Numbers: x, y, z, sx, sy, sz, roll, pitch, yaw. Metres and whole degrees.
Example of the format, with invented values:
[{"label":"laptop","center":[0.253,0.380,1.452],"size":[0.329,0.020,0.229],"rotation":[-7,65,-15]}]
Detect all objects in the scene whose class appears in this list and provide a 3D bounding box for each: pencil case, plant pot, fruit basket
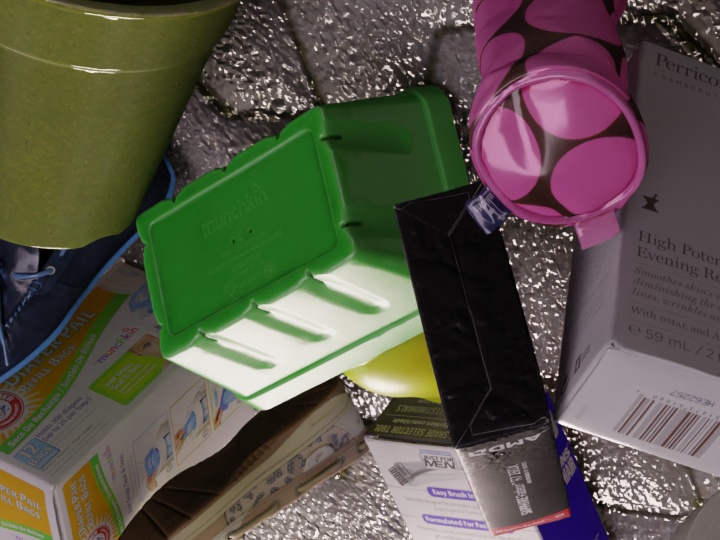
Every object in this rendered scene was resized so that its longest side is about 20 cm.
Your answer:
[{"label":"pencil case","center":[0.094,-0.100,0.966],"size":[0.091,0.200,0.094],"rotation":[-27,118,23]},{"label":"plant pot","center":[-0.166,-0.120,1.133],"size":[0.200,0.200,0.190],"rotation":[31,127,16]},{"label":"fruit basket","center":[0.000,0.000,1.190],"size":[0.216,0.215,0.156],"rotation":[-37,60,50]}]

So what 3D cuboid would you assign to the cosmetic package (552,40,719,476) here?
[{"label":"cosmetic package","center":[0.157,-0.008,0.966],"size":[0.101,0.200,0.074],"rotation":[18,141,-9]}]

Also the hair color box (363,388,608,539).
[{"label":"hair color box","center":[0.093,0.165,1.280],"size":[0.109,0.065,0.200],"rotation":[2,130,39]}]

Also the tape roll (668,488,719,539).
[{"label":"tape roll","center":[0.249,0.200,1.078],"size":[0.203,0.203,0.037],"rotation":[40,140,6]}]

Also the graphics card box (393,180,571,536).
[{"label":"graphics card box","center":[0.064,0.050,1.011],"size":[0.200,0.051,0.126],"rotation":[68,-172,-70]}]

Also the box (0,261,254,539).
[{"label":"box","center":[-0.176,0.102,1.353],"size":[0.112,0.200,0.102],"rotation":[20,135,27]}]

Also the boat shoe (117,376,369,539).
[{"label":"boat shoe","center":[-0.076,0.150,1.318],"size":[0.063,0.200,0.073],"rotation":[58,164,-22]}]

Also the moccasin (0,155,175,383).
[{"label":"moccasin","center":[-0.208,-0.014,1.304],"size":[0.068,0.200,0.080],"rotation":[41,176,-40]}]
